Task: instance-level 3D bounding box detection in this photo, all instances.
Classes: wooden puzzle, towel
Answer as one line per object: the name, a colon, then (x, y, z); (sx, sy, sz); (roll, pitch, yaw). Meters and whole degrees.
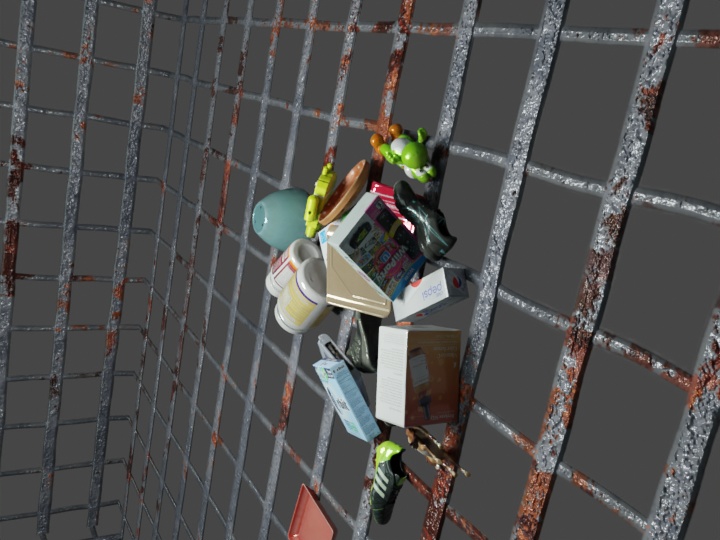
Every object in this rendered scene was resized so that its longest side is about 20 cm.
wooden puzzle: (0.000, 0.000, 1.718); (0.183, 0.037, 0.202); (13, 110, 26)
towel: (0.069, -0.100, 1.682); (0.143, 0.022, 0.202); (21, 109, 20)

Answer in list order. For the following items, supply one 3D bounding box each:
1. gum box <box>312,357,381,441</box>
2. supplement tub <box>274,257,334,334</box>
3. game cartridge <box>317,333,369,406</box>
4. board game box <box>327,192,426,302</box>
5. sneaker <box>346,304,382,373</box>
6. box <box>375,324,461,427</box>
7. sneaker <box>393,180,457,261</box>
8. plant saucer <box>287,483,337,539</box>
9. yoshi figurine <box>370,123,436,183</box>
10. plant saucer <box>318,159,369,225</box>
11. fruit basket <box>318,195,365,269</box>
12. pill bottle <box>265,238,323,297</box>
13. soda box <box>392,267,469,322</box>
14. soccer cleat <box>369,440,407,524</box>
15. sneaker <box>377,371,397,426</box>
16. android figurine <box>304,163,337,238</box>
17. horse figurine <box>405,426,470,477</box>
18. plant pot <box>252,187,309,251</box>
gum box: (-0.037, 0.317, 1.752); (0.202, 0.044, 0.170); (63, 163, -4)
supplement tub: (-0.144, 0.075, 1.955); (0.200, 0.144, 0.147); (-49, 49, 43)
game cartridge: (-0.043, 0.266, 1.830); (0.200, 0.041, 0.134); (45, 161, 45)
board game box: (0.044, -0.052, 1.580); (0.148, 0.200, 0.064); (-51, 30, -10)
sneaker: (0.006, 0.164, 1.781); (0.114, 0.076, 0.202); (-29, 64, 53)
box: (0.126, 0.223, 1.524); (0.106, 0.151, 0.203); (3, 91, 56)
sneaker: (0.146, -0.123, 1.576); (0.079, 0.075, 0.201); (-36, 79, 36)
plant saucer: (-0.131, 0.744, 1.996); (0.200, 0.036, 0.202); (43, 123, 50)
yoshi figurine: (0.105, -0.280, 1.631); (0.200, 0.111, 0.113); (48, 120, 43)
plant saucer: (-0.038, -0.198, 1.829); (0.201, 0.032, 0.201); (-49, 14, 16)
fruit basket: (-0.033, -0.067, 1.818); (0.199, 0.093, 0.187); (-29, 62, 32)
pill bottle: (-0.199, -0.002, 2.076); (0.200, 0.109, 0.111); (-42, 55, 48)
soda box: (0.152, 0.057, 1.573); (0.200, 0.063, 0.069); (-31, 62, 52)
soccer cleat: (0.069, 0.511, 1.680); (0.080, 0.067, 0.203); (5, 92, 44)
sneaker: (0.079, 0.268, 1.679); (0.077, 0.075, 0.203); (164, 111, -69)
android figurine: (-0.109, -0.194, 1.935); (0.182, 0.041, 0.202); (-61, -13, -66)
horse figurine: (0.148, 0.378, 1.490); (0.050, 0.200, 0.132); (-50, 38, -9)
plant pot: (-0.249, -0.154, 2.140); (0.199, 0.133, 0.203); (-4, 86, 57)
